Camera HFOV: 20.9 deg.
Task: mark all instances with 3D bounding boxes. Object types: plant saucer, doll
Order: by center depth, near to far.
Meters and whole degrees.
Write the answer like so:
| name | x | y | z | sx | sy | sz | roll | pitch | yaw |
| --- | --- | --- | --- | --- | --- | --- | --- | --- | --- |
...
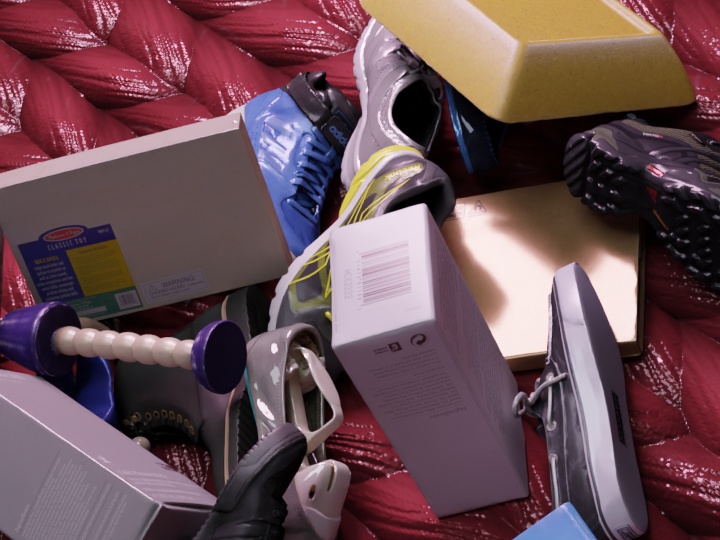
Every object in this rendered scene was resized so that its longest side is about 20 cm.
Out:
| name | x | y | z | sx | sy | sz | roll | pitch | yaw |
| --- | --- | --- | --- | --- | --- | --- | --- | --- | --- |
| doll | -0.210 | 0.143 | 1.444 | 0.136 | 0.048 | 0.202 | -31 | 55 | 29 |
| plant saucer | 0.131 | -0.187 | 1.487 | 0.198 | 0.049 | 0.200 | -9 | 37 | -33 |

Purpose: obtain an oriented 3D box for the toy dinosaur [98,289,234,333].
| name | x | y | z | sx | sy | sz | roll | pitch | yaw |
| --- | --- | --- | --- | --- | --- | --- | --- | --- | --- |
| toy dinosaur | -0.173 | -0.018 | 1.567 | 0.199 | 0.103 | 0.135 | 1 | 28 | 46 |

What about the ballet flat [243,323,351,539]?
| name | x | y | z | sx | sy | sz | roll | pitch | yaw |
| --- | --- | --- | --- | --- | --- | --- | --- | --- | --- |
| ballet flat | -0.039 | 0.127 | 1.343 | 0.063 | 0.067 | 0.202 | -23 | 60 | 23 |

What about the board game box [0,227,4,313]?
| name | x | y | z | sx | sy | sz | roll | pitch | yaw |
| --- | --- | --- | --- | --- | --- | --- | --- | --- | --- |
| board game box | -0.304 | 0.063 | 1.479 | 0.026 | 0.201 | 0.201 | 11 | 51 | -3 |

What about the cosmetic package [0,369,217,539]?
| name | x | y | z | sx | sy | sz | roll | pitch | yaw |
| --- | --- | --- | --- | --- | --- | --- | --- | --- | --- |
| cosmetic package | -0.199 | 0.147 | 1.337 | 0.199 | 0.107 | 0.091 | 33 | 97 | 26 |

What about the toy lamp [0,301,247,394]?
| name | x | y | z | sx | sy | sz | roll | pitch | yaw |
| --- | --- | --- | --- | --- | --- | --- | --- | --- | --- |
| toy lamp | -0.177 | 0.053 | 1.396 | 0.198 | 0.058 | 0.059 | 2 | 53 | 33 |

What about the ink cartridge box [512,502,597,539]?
| name | x | y | z | sx | sy | sz | roll | pitch | yaw |
| --- | --- | --- | --- | --- | --- | --- | --- | --- | --- |
| ink cartridge box | 0.154 | 0.254 | 1.105 | 0.084 | 0.145 | 0.200 | -34 | 44 | -2 |

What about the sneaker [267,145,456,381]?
| name | x | y | z | sx | sy | sz | roll | pitch | yaw |
| --- | --- | --- | --- | --- | --- | --- | --- | --- | --- |
| sneaker | 0.000 | 0.000 | 1.417 | 0.201 | 0.074 | 0.084 | -63 | 26 | -4 |

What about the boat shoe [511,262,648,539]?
| name | x | y | z | sx | sy | sz | roll | pitch | yaw |
| --- | --- | --- | --- | --- | --- | --- | --- | --- | --- |
| boat shoe | 0.141 | 0.091 | 1.304 | 0.068 | 0.074 | 0.201 | -19 | 63 | 21 |

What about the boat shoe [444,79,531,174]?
| name | x | y | z | sx | sy | sz | roll | pitch | yaw |
| --- | --- | --- | --- | --- | --- | --- | --- | --- | --- |
| boat shoe | 0.101 | -0.161 | 1.541 | 0.068 | 0.085 | 0.201 | -8 | 50 | 9 |

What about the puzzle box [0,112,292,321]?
| name | x | y | z | sx | sy | sz | roll | pitch | yaw |
| --- | --- | --- | --- | --- | --- | --- | --- | --- | --- |
| puzzle box | -0.163 | -0.034 | 1.447 | 0.198 | 0.134 | 0.026 | -13 | 34 | 9 |

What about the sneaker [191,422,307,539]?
| name | x | y | z | sx | sy | sz | roll | pitch | yaw |
| --- | --- | --- | --- | --- | --- | --- | --- | --- | --- |
| sneaker | -0.070 | 0.207 | 1.267 | 0.104 | 0.060 | 0.201 | 37 | 93 | 16 |

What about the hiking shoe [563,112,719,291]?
| name | x | y | z | sx | sy | sz | roll | pitch | yaw |
| --- | --- | --- | --- | --- | --- | --- | --- | --- | --- |
| hiking shoe | 0.244 | -0.057 | 1.375 | 0.199 | 0.076 | 0.100 | 35 | 49 | 26 |

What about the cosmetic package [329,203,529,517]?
| name | x | y | z | sx | sy | sz | roll | pitch | yaw |
| --- | --- | --- | --- | --- | --- | --- | --- | --- | --- |
| cosmetic package | 0.047 | 0.063 | 1.288 | 0.071 | 0.201 | 0.102 | -16 | 46 | 14 |

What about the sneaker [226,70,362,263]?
| name | x | y | z | sx | sy | sz | roll | pitch | yaw |
| --- | --- | --- | --- | --- | --- | --- | --- | --- | --- |
| sneaker | -0.041 | -0.085 | 1.549 | 0.111 | 0.077 | 0.201 | -31 | 37 | 13 |

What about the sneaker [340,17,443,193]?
| name | x | y | z | sx | sy | sz | roll | pitch | yaw |
| --- | --- | --- | --- | --- | --- | --- | --- | --- | --- |
| sneaker | 0.042 | -0.139 | 1.539 | 0.082 | 0.074 | 0.202 | -34 | 39 | 42 |

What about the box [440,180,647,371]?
| name | x | y | z | sx | sy | sz | roll | pitch | yaw |
| --- | --- | --- | --- | --- | --- | --- | --- | --- | --- |
| box | 0.111 | 0.006 | 1.431 | 0.198 | 0.021 | 0.165 | -9 | 49 | 20 |

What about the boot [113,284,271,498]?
| name | x | y | z | sx | sy | sz | roll | pitch | yaw |
| --- | --- | --- | --- | --- | --- | --- | --- | --- | --- |
| boot | -0.122 | 0.119 | 1.431 | 0.137 | 0.078 | 0.201 | -24 | 39 | 20 |
